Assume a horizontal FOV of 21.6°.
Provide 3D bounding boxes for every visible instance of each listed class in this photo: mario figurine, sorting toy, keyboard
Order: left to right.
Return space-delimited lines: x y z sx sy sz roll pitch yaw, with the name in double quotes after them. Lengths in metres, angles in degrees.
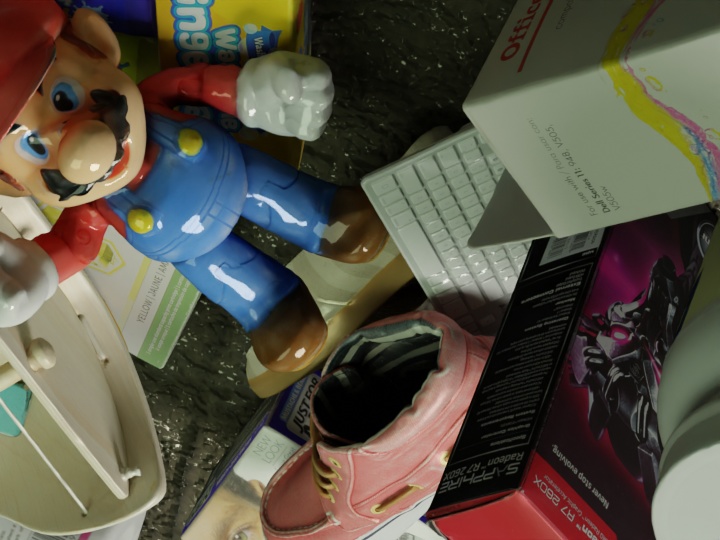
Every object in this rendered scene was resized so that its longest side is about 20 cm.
-0.217 0.046 0.887 0.179 0.107 0.201 -24 126 9 "sorting toy"
-0.077 -0.029 0.709 0.199 0.124 0.106 29 148 -33 "mario figurine"
0.052 -0.004 0.799 0.056 0.011 0.200 -30 150 2 "keyboard"

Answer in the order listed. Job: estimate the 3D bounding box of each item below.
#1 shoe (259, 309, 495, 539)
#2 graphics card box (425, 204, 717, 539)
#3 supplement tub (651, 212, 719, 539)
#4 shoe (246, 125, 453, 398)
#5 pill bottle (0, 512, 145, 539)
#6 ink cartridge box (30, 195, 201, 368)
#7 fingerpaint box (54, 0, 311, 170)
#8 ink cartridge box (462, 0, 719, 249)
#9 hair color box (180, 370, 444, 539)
0.000 0.077 0.866 0.091 0.072 0.200 23 141 -38 "shoe"
0.108 0.056 0.753 0.051 0.201 0.126 -22 120 40 "graphics card box"
0.188 0.022 0.663 0.144 0.201 0.146 17 142 14 "supplement tub"
0.000 0.000 0.878 0.054 0.070 0.200 58 138 7 "shoe"
-0.240 0.143 1.144 0.199 0.114 0.114 24 143 6 "pill bottle"
-0.160 -0.047 0.929 0.199 0.048 0.146 27 144 -3 "ink cartridge box"
-0.102 -0.127 0.744 0.166 0.074 0.201 6 140 2 "fingerpaint box"
0.114 -0.083 0.655 0.199 0.117 0.067 -14 125 41 "ink cartridge box"
0.017 0.147 1.014 0.199 0.065 0.109 33 129 -5 "hair color box"
